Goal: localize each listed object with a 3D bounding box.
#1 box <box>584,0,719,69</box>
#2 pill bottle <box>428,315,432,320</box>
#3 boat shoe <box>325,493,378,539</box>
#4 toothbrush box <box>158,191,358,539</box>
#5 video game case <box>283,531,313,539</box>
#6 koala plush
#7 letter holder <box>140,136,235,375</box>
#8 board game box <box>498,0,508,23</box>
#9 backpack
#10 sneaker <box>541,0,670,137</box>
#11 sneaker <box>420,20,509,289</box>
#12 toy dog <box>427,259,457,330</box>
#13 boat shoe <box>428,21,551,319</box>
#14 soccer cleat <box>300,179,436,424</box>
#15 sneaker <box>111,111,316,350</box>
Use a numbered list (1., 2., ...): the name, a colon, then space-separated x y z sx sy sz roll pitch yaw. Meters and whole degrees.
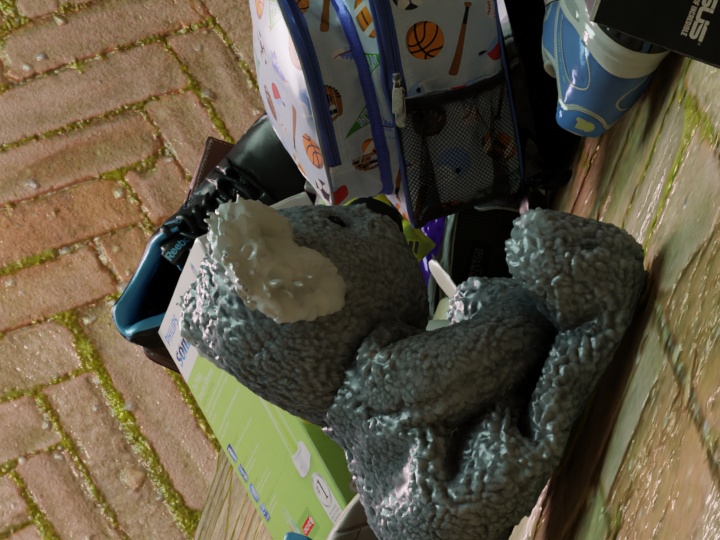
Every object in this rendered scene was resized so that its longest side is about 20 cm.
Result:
1. box: 0.163 -0.194 1.296 0.200 0.086 0.164 -89 18 -73
2. pill bottle: 0.039 -0.049 1.895 0.116 0.115 0.201 128 160 -74
3. boat shoe: 0.002 0.196 1.685 0.072 0.075 0.201 -82 14 -73
4. toothbrush box: -0.036 0.077 1.808 0.086 0.200 0.146 -25 -17 -23
5. video game case: -0.035 0.248 1.764 0.200 0.018 0.144 51 -125 -69
6. koala plush: 0.005 0.037 1.389 0.184 0.199 0.177 -63 3 -17
7. letter holder: -0.038 0.018 1.997 0.101 0.199 0.142 115 172 -46
8. board game box: 0.144 -0.258 1.927 0.200 0.041 0.200 137 151 -79
9. backpack: 0.015 -0.138 1.612 0.200 0.154 0.191 -133 35 -55
10. sneaker: 0.125 -0.142 1.551 0.200 0.075 0.077 -79 14 -62
11. sneaker: 0.080 -0.074 1.795 0.100 0.069 0.201 127 160 -73
12. toy dog: 0.044 0.046 1.624 0.200 0.096 0.132 117 169 -58
13. boat shoe: 0.088 -0.047 1.726 0.071 0.072 0.201 -114 32 -71
14. soccer cleat: 0.000 -0.001 1.724 0.065 0.083 0.201 64 -146 -54
15. sneaker: -0.089 -0.025 1.896 0.200 0.073 0.082 -56 -21 14
